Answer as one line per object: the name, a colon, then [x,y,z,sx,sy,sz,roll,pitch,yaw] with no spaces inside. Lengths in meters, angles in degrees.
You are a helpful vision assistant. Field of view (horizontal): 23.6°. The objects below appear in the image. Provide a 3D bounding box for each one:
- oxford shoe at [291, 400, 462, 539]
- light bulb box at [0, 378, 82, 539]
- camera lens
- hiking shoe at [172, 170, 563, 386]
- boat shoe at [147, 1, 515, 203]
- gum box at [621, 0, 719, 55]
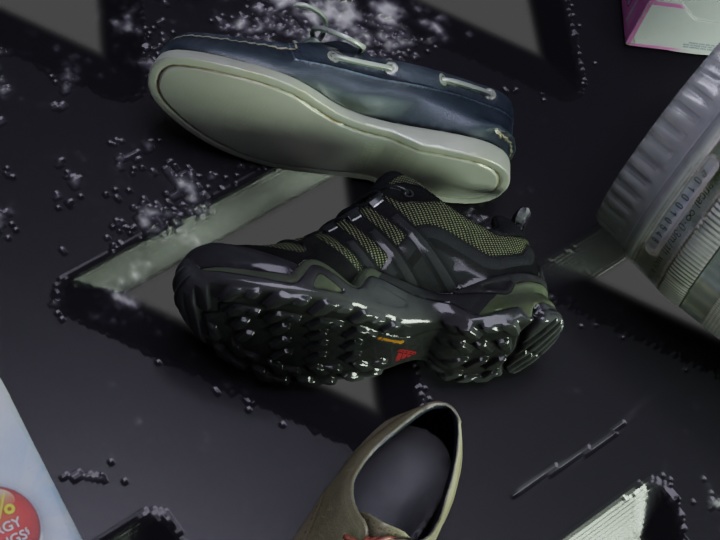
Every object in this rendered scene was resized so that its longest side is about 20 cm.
oxford shoe: [-0.011,0.140,0.773,0.070,0.075,0.201,26,58,1]
light bulb box: [-0.189,0.183,0.677,0.197,0.125,0.201,-24,69,-24]
camera lens: [0.241,-0.020,0.875,0.200,0.160,0.160,39,59,10]
hiking shoe: [0.000,0.000,0.867,0.198,0.076,0.101,6,50,-20]
boat shoe: [-0.011,-0.092,0.907,0.198,0.075,0.062,12,60,-8]
gum box: [0.257,-0.187,1.030,0.198,0.066,0.114,6,61,-10]
